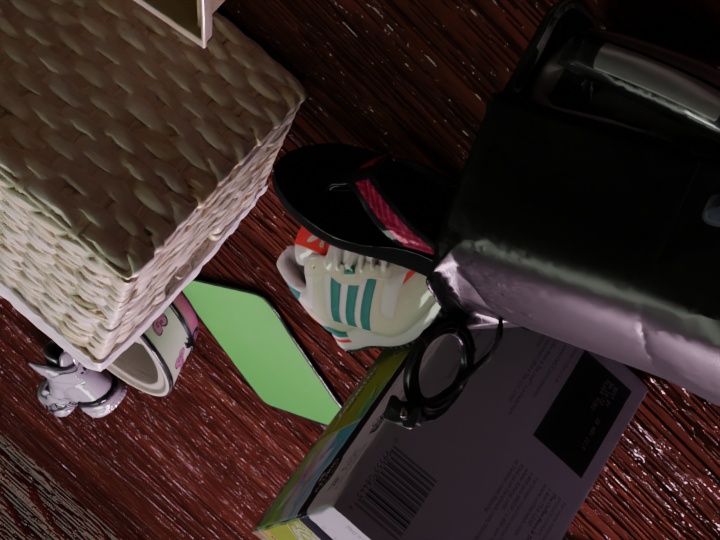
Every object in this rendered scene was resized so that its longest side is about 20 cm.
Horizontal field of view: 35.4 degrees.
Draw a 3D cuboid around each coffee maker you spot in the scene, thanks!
[{"bbox_3d":[0.142,0.009,0.461,0.198,0.195,0.134,25,-166,31],"label":"coffee maker"}]

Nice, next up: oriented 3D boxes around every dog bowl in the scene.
[{"bbox_3d":[-0.252,0.036,1.173,0.198,0.074,0.201,31,152,18],"label":"dog bowl"}]

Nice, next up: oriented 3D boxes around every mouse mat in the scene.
[{"bbox_3d":[-0.094,0.082,1.107,0.159,0.008,0.201,11,141,46],"label":"mouse mat"}]

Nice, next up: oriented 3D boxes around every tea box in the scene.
[{"bbox_3d":[0.053,0.129,0.754,0.133,0.201,0.197,40,154,-3],"label":"tea box"}]

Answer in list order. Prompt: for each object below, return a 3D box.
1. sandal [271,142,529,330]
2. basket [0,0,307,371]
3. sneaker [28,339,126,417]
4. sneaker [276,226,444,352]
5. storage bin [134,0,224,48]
[{"bbox_3d":[0.040,-0.033,0.672,0.197,0.076,0.045,26,146,12],"label":"sandal"},{"bbox_3d":[-0.171,-0.086,0.729,0.199,0.199,0.161,40,151,0],"label":"basket"},{"bbox_3d":[-0.412,0.140,1.563,0.198,0.075,0.116,-2,132,48],"label":"sneaker"},{"bbox_3d":[0.000,0.000,0.769,0.093,0.071,0.199,39,158,-13],"label":"sneaker"},{"bbox_3d":[-0.123,-0.246,0.520,0.199,0.094,0.199,35,154,12],"label":"storage bin"}]
